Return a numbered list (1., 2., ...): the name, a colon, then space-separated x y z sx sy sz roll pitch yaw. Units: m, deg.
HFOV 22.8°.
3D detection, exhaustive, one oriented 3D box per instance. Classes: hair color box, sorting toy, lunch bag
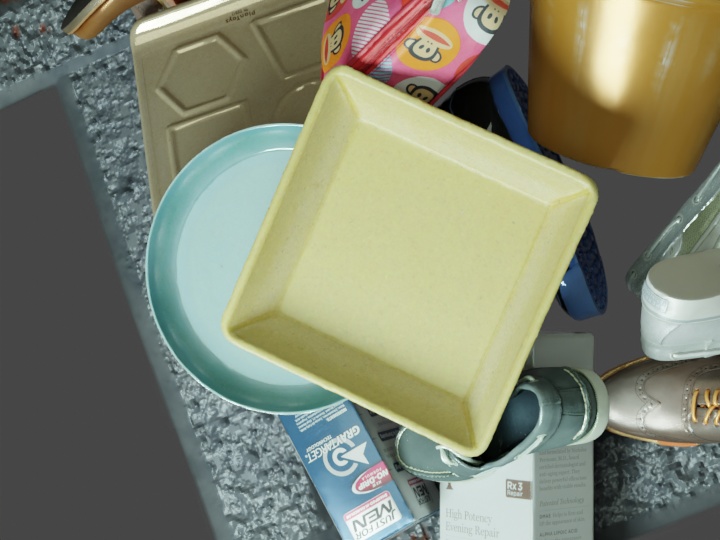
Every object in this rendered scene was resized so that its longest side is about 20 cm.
1. hair color box: -0.017 0.108 1.349 0.060 0.100 0.201 -31 81 14
2. sorting toy: -0.073 -0.124 1.319 0.183 0.037 0.202 -18 61 9
3. lunch bag: 0.053 -0.212 1.236 0.082 0.201 0.176 29 135 -22

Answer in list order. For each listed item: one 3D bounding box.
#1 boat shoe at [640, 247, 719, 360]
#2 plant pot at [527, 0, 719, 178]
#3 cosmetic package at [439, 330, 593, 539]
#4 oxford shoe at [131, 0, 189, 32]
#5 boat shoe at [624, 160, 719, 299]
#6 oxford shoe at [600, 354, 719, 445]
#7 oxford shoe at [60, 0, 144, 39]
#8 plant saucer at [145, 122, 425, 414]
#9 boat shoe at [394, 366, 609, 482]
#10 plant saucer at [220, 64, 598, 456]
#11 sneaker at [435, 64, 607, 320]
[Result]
1. boat shoe: 0.284 0.024 1.252 0.072 0.198 0.069 48 141 44
2. plant pot: 0.197 -0.172 1.257 0.198 0.200 0.185 17 110 16
3. cosmetic package: 0.113 0.145 1.306 0.101 0.074 0.202 -3 88 49
4. oxford shoe: -0.152 -0.181 1.410 0.073 0.071 0.200 -45 78 16
5. boat shoe: 0.265 -0.056 1.287 0.065 0.074 0.203 39 107 33
6. oxford shoe: 0.260 0.090 1.275 0.198 0.073 0.072 -4 88 16
7. oxford shoe: -0.139 -0.227 1.340 0.199 0.072 0.071 -34 118 16
8. plant saucer: -0.051 -0.001 1.250 0.198 0.027 0.203 0 92 9
9. boat shoe: 0.082 0.107 1.243 0.199 0.061 0.074 -20 77 47
10. plant saucer: 0.034 -0.007 1.200 0.198 0.048 0.202 25 96 8
11. sneaker: 0.118 -0.049 1.334 0.077 0.070 0.202 -26 79 22
